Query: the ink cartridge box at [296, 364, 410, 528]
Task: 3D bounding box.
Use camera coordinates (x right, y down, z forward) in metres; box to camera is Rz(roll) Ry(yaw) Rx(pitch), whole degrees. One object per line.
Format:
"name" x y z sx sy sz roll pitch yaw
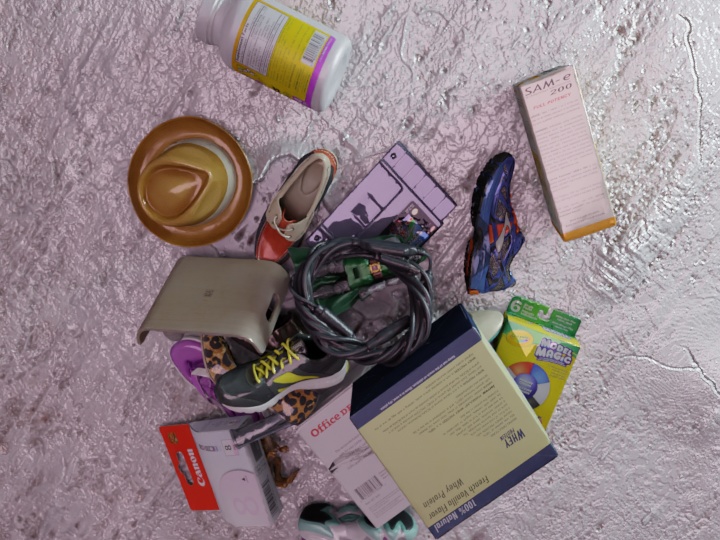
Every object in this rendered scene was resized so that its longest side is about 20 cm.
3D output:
"ink cartridge box" 0.020 0.257 1.080 0.143 0.084 0.201 -37 97 14

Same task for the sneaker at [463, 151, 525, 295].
"sneaker" 0.192 -0.063 0.991 0.076 0.076 0.206 4 113 -2

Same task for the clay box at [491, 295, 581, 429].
"clay box" 0.240 0.150 1.042 0.112 0.048 0.205 18 107 2

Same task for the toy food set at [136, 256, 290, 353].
"toy food set" -0.209 0.054 1.022 0.194 0.146 0.061 3 134 15

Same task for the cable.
"cable" -0.001 0.039 0.946 0.194 0.051 0.169 7 89 4

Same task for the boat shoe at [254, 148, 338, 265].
"boat shoe" -0.097 -0.085 1.023 0.070 0.063 0.202 33 107 -4

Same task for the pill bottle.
"pill bottle" -0.117 -0.300 0.950 0.196 0.104 0.106 26 106 1

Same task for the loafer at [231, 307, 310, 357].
"loafer" -0.108 0.105 1.056 0.196 0.074 0.072 26 129 1

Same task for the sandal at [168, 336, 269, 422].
"sandal" -0.218 0.182 1.112 0.202 0.050 0.082 44 105 -6

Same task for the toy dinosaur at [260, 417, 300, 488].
"toy dinosaur" -0.156 0.315 1.145 0.105 0.060 0.203 31 119 11

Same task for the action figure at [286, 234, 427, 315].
"action figure" 0.000 0.000 1.006 0.195 0.055 0.121 -16 99 8

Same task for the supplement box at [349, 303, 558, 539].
"supplement box" 0.119 0.195 0.951 0.198 0.134 0.202 -36 97 7

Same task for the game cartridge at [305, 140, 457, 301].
"game cartridge" 0.030 -0.067 1.026 0.130 0.038 0.200 45 106 0

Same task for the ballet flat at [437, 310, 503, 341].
"ballet flat" 0.114 0.107 1.034 0.198 0.070 0.070 -36 97 14

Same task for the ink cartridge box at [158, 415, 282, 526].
"ink cartridge box" -0.231 0.320 1.121 0.195 0.057 0.167 -13 103 24

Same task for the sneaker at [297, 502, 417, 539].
"sneaker" 0.000 0.450 1.142 0.194 0.078 0.144 -1 106 18

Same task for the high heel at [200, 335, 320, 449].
"high heel" -0.149 0.139 1.041 0.139 0.071 0.205 -23 81 0

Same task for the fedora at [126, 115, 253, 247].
"fedora" -0.255 -0.121 1.024 0.194 0.082 0.207 2 105 7

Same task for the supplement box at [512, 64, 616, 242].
"supplement box" 0.261 -0.155 0.922 0.072 0.126 0.205 -17 102 12

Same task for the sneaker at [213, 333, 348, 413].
"sneaker" -0.107 0.126 0.973 0.195 0.075 0.086 -16 140 -23
